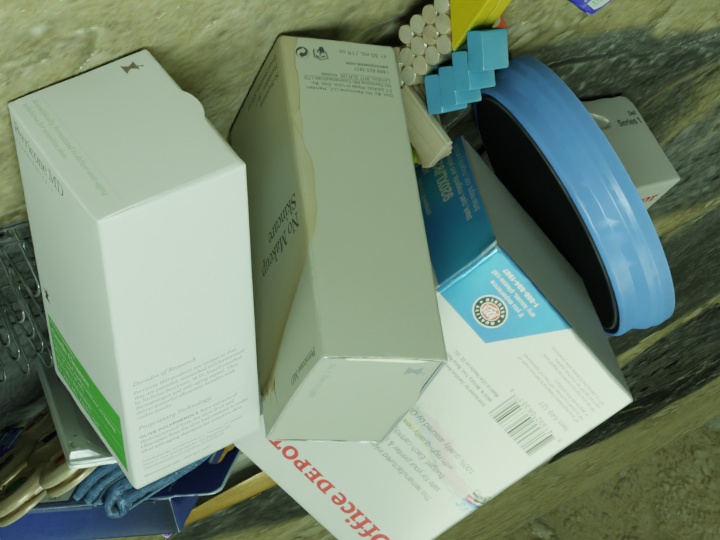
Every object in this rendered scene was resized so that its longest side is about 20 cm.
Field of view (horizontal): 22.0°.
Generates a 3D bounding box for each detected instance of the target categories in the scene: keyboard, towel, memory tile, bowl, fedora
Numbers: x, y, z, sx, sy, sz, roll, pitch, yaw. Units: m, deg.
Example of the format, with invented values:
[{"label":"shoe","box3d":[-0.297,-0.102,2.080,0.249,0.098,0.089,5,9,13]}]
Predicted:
[{"label":"keyboard","box3d":[-0.157,0.079,1.101,0.056,0.011,0.200,-1,-165,-15]},{"label":"towel","box3d":[-0.117,0.078,1.219,0.111,0.049,0.200,-33,-166,22]},{"label":"memory tile","box3d":[-0.184,0.097,1.197,0.153,0.017,0.200,-30,-164,34]},{"label":"bowl","box3d":[0.137,-0.046,1.224,0.039,0.201,0.201,-29,163,-6]},{"label":"fedora","box3d":[-0.094,0.127,1.369,0.200,0.082,0.201,-24,177,-1]}]

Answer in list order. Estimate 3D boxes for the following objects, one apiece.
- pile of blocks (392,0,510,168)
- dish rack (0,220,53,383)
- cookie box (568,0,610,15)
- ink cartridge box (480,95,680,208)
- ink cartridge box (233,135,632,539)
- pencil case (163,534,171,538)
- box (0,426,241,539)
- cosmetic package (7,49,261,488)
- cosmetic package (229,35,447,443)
[{"label":"pile of blocks","box3d":[0.053,-0.113,1.086,0.062,0.082,0.200,-15,156,-45]},{"label":"dish rack","box3d":[-0.182,0.014,1.077,0.199,0.055,0.153,-18,158,-38]},{"label":"cookie box","box3d":[0.137,-0.225,0.929,0.171,0.075,0.200,-36,162,16]},{"label":"ink cartridge box","box3d":[0.129,-0.038,1.437,0.145,0.084,0.200,-14,155,-48]},{"label":"ink cartridge box","box3d":[0.034,0.052,1.141,0.200,0.145,0.147,-36,119,13]},{"label":"pencil case","box3d":[-0.110,0.130,1.484,0.200,0.086,0.084,-38,170,17]},{"label":"box","box3d":[-0.169,0.139,1.253,0.199,0.033,0.121,-8,-157,17]},{"label":"cosmetic package","box3d":[-0.113,0.002,0.962,0.085,0.108,0.201,-24,138,-21]},{"label":"cosmetic package","box3d":[-0.016,-0.017,1.012,0.073,0.201,0.104,4,148,-20]}]
